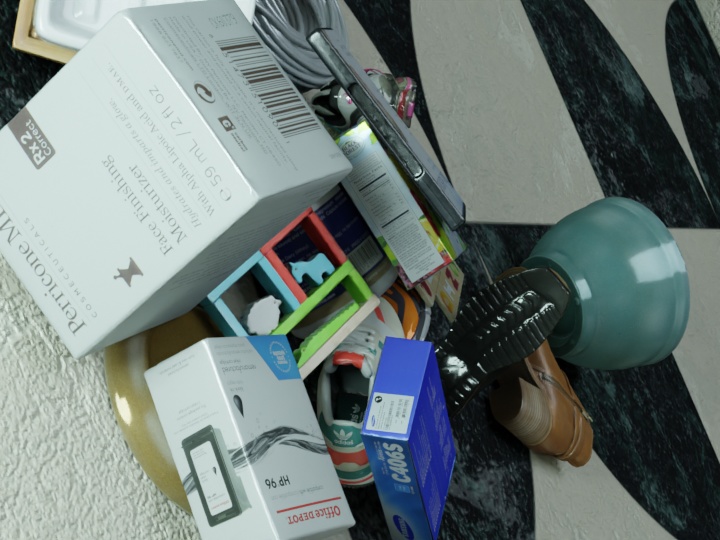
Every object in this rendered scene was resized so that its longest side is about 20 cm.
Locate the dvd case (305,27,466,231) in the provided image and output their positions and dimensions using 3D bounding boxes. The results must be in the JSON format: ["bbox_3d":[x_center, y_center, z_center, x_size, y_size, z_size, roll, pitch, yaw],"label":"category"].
[{"bbox_3d":[0.025,-0.123,1.437,0.201,0.017,0.143,53,7,-4],"label":"dvd case"}]

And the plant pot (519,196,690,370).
[{"bbox_3d":[0.259,0.026,1.935,0.133,0.200,0.202,-14,77,-35],"label":"plant pot"}]

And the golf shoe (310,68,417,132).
[{"bbox_3d":[-0.007,-0.171,1.688,0.200,0.091,0.073,-172,-88,-79],"label":"golf shoe"}]

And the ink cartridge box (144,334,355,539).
[{"bbox_3d":[-0.075,0.154,1.268,0.116,0.067,0.202,-1,67,-60],"label":"ink cartridge box"}]

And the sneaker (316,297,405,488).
[{"bbox_3d":[0.001,0.085,1.474,0.094,0.070,0.201,84,12,-50],"label":"sneaker"}]

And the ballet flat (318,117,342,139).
[{"bbox_3d":[-0.076,-0.133,1.602,0.200,0.070,0.071,34,38,-42],"label":"ballet flat"}]

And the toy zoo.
[{"bbox_3d":[-0.084,-0.012,1.387,0.131,0.020,0.201,-43,103,-31],"label":"toy zoo"}]

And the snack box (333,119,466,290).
[{"bbox_3d":[0.033,-0.062,1.504,0.143,0.053,0.200,59,7,1],"label":"snack box"}]

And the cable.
[{"bbox_3d":[-0.091,-0.266,1.684,0.200,0.069,0.201,51,28,-24],"label":"cable"}]

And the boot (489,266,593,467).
[{"bbox_3d":[0.198,0.110,1.854,0.154,0.073,0.202,33,51,-43],"label":"boot"}]

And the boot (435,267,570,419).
[{"bbox_3d":[0.134,0.063,1.650,0.078,0.200,0.138,53,21,8],"label":"boot"}]

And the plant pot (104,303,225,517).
[{"bbox_3d":[-0.124,0.102,1.334,0.200,0.027,0.201,42,34,-37],"label":"plant pot"}]

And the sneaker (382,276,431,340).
[{"bbox_3d":[0.000,0.000,1.611,0.112,0.077,0.201,37,26,-34],"label":"sneaker"}]

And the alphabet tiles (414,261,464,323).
[{"bbox_3d":[0.050,-0.039,1.659,0.167,0.006,0.200,55,17,-12],"label":"alphabet tiles"}]

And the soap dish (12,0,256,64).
[{"bbox_3d":[-0.183,-0.224,1.369,0.198,0.081,0.159,14,76,-30],"label":"soap dish"}]

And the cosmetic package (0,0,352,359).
[{"bbox_3d":[-0.149,-0.070,1.227,0.165,0.200,0.165,53,25,5],"label":"cosmetic package"}]

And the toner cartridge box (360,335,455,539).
[{"bbox_3d":[0.044,0.150,1.445,0.201,0.043,0.096,76,27,-54],"label":"toner cartridge box"}]

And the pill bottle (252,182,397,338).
[{"bbox_3d":[-0.062,-0.051,1.485,0.201,0.115,0.116,58,27,-10],"label":"pill bottle"}]
